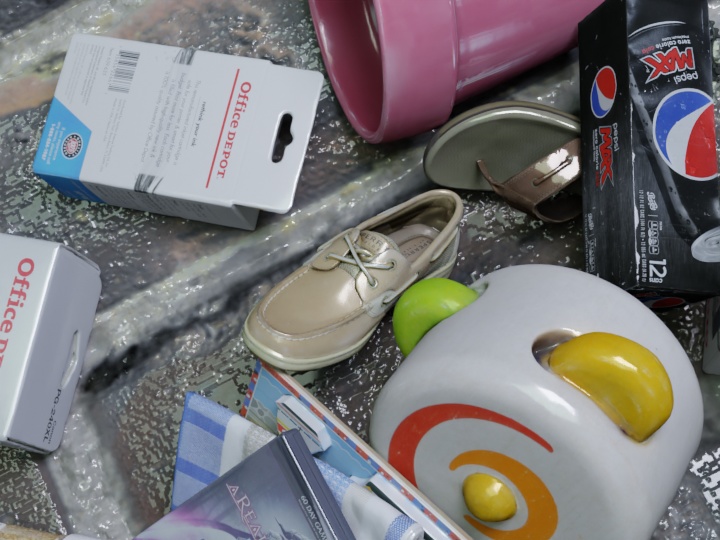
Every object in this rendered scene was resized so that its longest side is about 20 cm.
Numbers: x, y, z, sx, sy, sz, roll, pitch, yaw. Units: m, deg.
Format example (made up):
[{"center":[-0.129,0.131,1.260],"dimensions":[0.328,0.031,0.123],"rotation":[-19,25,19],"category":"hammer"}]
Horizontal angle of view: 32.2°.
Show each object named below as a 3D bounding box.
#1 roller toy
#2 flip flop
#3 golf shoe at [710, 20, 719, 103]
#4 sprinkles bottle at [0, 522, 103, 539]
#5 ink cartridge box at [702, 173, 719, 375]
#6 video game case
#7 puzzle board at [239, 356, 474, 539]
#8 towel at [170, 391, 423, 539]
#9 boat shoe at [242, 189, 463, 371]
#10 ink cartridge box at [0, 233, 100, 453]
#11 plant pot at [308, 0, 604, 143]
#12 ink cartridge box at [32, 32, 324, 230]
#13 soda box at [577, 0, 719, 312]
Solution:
[{"center":[0.106,0.103,0.763],"dimensions":[0.200,0.183,0.140],"rotation":[4,33,34],"category":"roller toy"},{"center":[0.142,-0.061,0.862],"dimensions":[0.200,0.081,0.058],"rotation":[14,48,-1],"category":"flip flop"},{"center":[0.216,-0.177,0.908],"dimensions":[0.088,0.077,0.200],"rotation":[0,74,32],"category":"golf shoe"},{"center":[-0.276,0.204,0.871],"dimensions":[0.200,0.068,0.068],"rotation":[9,77,11],"category":"sprinkles bottle"},{"center":[0.270,-0.018,0.778],"dimensions":[0.085,0.200,0.146],"rotation":[5,76,11],"category":"ink cartridge box"},{"center":[-0.071,0.205,0.798],"dimensions":[0.200,0.019,0.143],"rotation":[-39,74,39],"category":"video game case"},{"center":[-0.010,0.163,0.806],"dimensions":[0.200,0.151,0.017],"rotation":[40,51,17],"category":"puzzle board"},{"center":[-0.050,0.180,0.802],"dimensions":[0.200,0.024,0.147],"rotation":[26,118,31],"category":"towel"},{"center":[0.000,0.000,0.829],"dimensions":[0.072,0.065,0.200],"rotation":[38,43,23],"category":"boat shoe"},{"center":[-0.308,0.041,0.905],"dimensions":[0.200,0.083,0.145],"rotation":[9,77,11],"category":"ink cartridge box"},{"center":[0.068,-0.205,0.876],"dimensions":[0.179,0.200,0.200],"rotation":[-14,73,-11],"category":"plant pot"},{"center":[-0.128,-0.100,0.931],"dimensions":[0.200,0.067,0.116],"rotation":[11,77,12],"category":"ink cartridge box"},{"center":[0.184,-0.077,0.802],"dimensions":[0.063,0.071,0.200],"rotation":[5,77,-18],"category":"soda box"}]
